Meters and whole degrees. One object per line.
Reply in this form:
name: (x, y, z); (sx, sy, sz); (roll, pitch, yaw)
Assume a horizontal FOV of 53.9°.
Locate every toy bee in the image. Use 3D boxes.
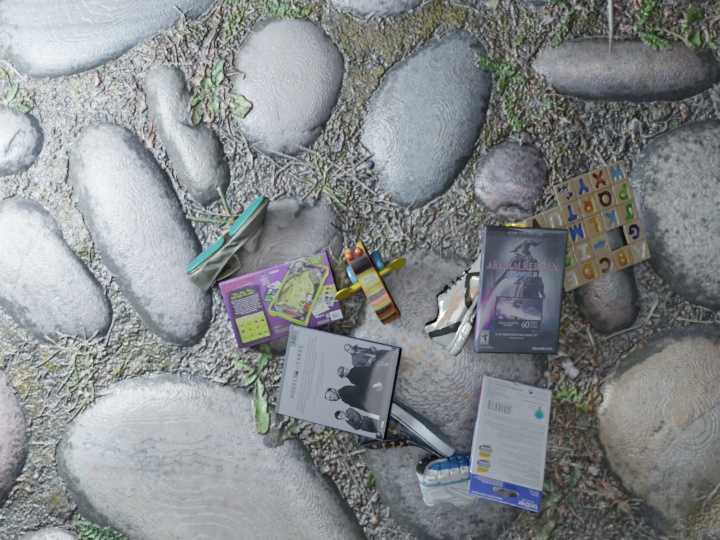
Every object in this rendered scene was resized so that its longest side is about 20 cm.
toy bee: (0.000, 0.000, 1.184); (0.199, 0.109, 0.132); (42, 95, 5)

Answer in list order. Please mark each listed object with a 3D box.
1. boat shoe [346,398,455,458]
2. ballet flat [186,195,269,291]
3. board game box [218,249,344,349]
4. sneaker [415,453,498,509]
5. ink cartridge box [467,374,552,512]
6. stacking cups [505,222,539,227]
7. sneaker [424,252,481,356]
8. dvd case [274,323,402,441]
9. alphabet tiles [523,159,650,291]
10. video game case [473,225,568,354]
boat shoe: (0.059, 0.275, 1.196); (0.198, 0.071, 0.092); (33, 94, 12)
ballet flat: (-0.218, -0.044, 1.238); (0.199, 0.068, 0.064); (-43, 113, 4)
board game box: (-0.135, 0.051, 1.227); (0.195, 0.032, 0.123); (-15, 102, 5)
sneaker: (0.192, 0.354, 1.186); (0.194, 0.075, 0.089); (-5, 110, 4)
ink cartridge box: (0.240, 0.279, 1.142); (0.116, 0.042, 0.204); (12, 57, 6)
stacking cups: (0.269, 0.025, 1.179); (0.059, 0.060, 0.206); (1, 90, 6)
sneaker: (0.173, 0.037, 1.183); (0.079, 0.074, 0.204); (26, 91, 8)
dvd case: (-0.038, 0.184, 1.180); (0.195, 0.025, 0.155); (11, 88, 17)
alphabet tiles: (0.370, -0.068, 1.163); (0.195, 0.008, 0.171); (-20, 95, -9)
video game case: (0.258, 0.033, 1.140); (0.139, 0.019, 0.206); (2, 99, -7)
